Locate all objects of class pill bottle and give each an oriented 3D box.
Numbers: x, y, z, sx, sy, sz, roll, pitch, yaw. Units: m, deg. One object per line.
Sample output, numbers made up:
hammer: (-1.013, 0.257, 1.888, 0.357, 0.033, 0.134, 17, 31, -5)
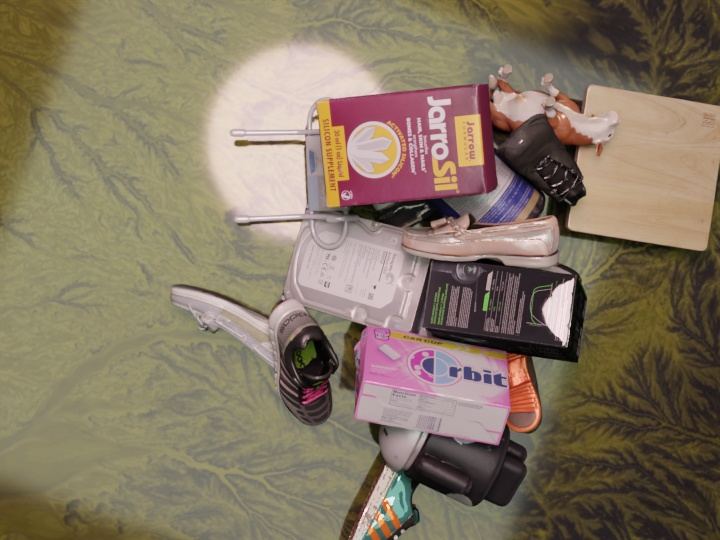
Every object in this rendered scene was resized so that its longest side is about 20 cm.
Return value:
pill bottle: (0.135, -0.119, 1.439, 0.200, 0.112, 0.112, 41, 87, -8)

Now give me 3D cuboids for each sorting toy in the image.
sorting toy: (0.390, -0.140, 1.550, 0.198, 0.070, 0.201, 9, 90, -5)

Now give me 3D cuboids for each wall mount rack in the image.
wall mount rack: (-0.083, -0.127, 1.471, 0.172, 0.074, 0.203, 2, 96, 34)

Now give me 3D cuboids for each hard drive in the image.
hard drive: (0.000, 0.000, 1.496, 0.198, 0.038, 0.141, 16, 90, 22)

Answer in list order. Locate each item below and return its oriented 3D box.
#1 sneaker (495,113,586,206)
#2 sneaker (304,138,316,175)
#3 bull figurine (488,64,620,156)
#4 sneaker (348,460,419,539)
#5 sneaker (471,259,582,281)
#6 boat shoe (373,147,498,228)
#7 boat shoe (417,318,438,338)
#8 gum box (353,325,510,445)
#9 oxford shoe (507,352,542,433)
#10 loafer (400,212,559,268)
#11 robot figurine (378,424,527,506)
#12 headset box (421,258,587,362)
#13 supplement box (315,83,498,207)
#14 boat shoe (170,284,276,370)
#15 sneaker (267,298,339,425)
sneaker: (0.238, -0.133, 1.390, 0.076, 0.199, 0.091, -44, 66, 17)
sneaker: (0.024, -0.143, 1.528, 0.197, 0.079, 0.097, -2, 96, 5)
bull figurine: (0.243, -0.213, 1.483, 0.198, 0.121, 0.066, 13, 68, 36)
sneaker: (0.037, 0.348, 1.523, 0.079, 0.071, 0.202, 25, 87, 1)
sneaker: (0.216, -0.017, 1.536, 0.198, 0.074, 0.080, 19, 54, -9)
boat shoe: (0.115, -0.109, 1.528, 0.198, 0.074, 0.061, -26, 99, -8)
boat shoe: (0.065, 0.065, 1.529, 0.067, 0.072, 0.202, -22, 81, 27)
gum box: (0.085, 0.144, 1.411, 0.198, 0.114, 0.067, 11, 124, -3)
oxford shoe: (0.208, 0.129, 1.544, 0.071, 0.073, 0.202, -12, 73, 15)
loafer: (0.149, -0.047, 1.378, 0.198, 0.072, 0.064, 6, 111, 12)
robot figurine: (0.122, 0.233, 1.477, 0.198, 0.150, 0.126, 26, 74, -1)
headset box: (0.183, 0.053, 1.437, 0.198, 0.174, 0.094, 7, 81, 18)
supplement box: (0.057, -0.149, 1.334, 0.198, 0.103, 0.133, -5, 98, 14)
boat shoe: (-0.171, 0.078, 1.509, 0.200, 0.074, 0.065, 26, 88, -12)
sneaker: (-0.069, 0.138, 1.473, 0.073, 0.087, 0.202, -24, 126, -21)
